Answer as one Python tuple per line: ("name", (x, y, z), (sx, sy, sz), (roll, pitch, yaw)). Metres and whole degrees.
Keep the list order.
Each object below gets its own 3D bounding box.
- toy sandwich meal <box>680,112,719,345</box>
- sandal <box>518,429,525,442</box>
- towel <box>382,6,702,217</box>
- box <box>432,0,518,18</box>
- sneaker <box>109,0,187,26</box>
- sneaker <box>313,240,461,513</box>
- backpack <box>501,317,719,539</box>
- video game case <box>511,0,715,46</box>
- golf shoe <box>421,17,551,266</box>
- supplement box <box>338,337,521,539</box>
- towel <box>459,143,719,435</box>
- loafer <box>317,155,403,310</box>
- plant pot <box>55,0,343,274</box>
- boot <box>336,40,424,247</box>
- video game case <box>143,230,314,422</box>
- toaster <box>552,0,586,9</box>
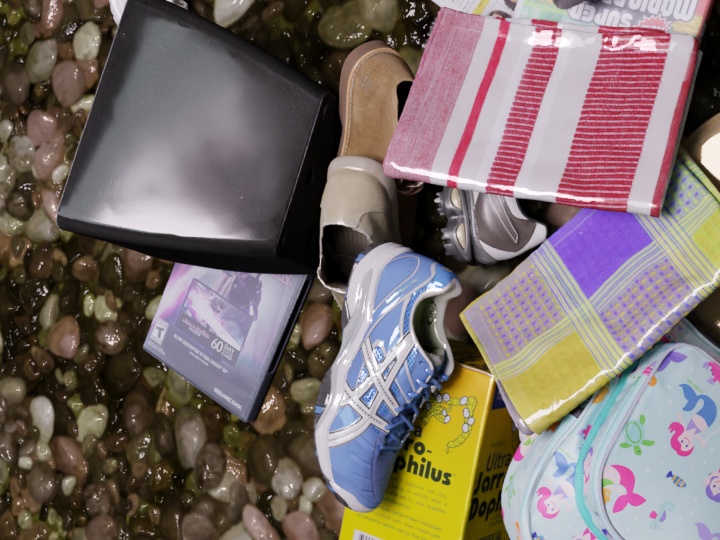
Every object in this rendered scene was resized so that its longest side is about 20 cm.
("toy sandwich meal", (0.293, -0.028, 0.857), (0.204, 0.070, 0.207), (0, 89, 27))
("sandal", (0.179, 0.175, 0.924), (0.059, 0.079, 0.208), (-19, 89, 28))
("towel", (0.127, -0.115, 0.854), (0.198, 0.023, 0.145), (11, 67, 22))
("box", (0.127, -0.215, 0.964), (0.200, 0.049, 0.083), (43, 110, 24))
("sneaker", (-0.176, -0.223, 1.144), (0.099, 0.078, 0.202), (-1, 99, 25))
("sneaker", (0.021, 0.082, 0.888), (0.077, 0.075, 0.202), (13, 96, 35))
("backpack", (0.199, 0.144, 0.821), (0.177, 0.151, 0.200), (39, 88, -4))
("video game case", (0.174, -0.162, 0.893), (0.142, 0.017, 0.202), (20, 94, 26))
("golf shoe", (0.104, -0.107, 0.973), (0.094, 0.078, 0.202), (-9, 93, 22))
("supplement box", (0.064, 0.163, 0.969), (0.109, 0.109, 0.202), (14, 97, 30))
("towel", (0.160, 0.009, 0.821), (0.200, 0.023, 0.144), (-41, 34, 17))
("loafer", (0.000, 0.000, 0.976), (0.075, 0.069, 0.201), (8, 137, 24))
("plant pot", (-0.104, -0.094, 1.020), (0.176, 0.199, 0.202), (16, 88, 17))
("boot", (0.023, -0.076, 0.971), (0.075, 0.073, 0.201), (47, 149, 46))
("video game case", (-0.118, 0.019, 1.134), (0.142, 0.019, 0.201), (31, 106, 28))
("toaster", (0.178, -0.314, 0.844), (0.180, 0.119, 0.201), (-24, 63, 10))
